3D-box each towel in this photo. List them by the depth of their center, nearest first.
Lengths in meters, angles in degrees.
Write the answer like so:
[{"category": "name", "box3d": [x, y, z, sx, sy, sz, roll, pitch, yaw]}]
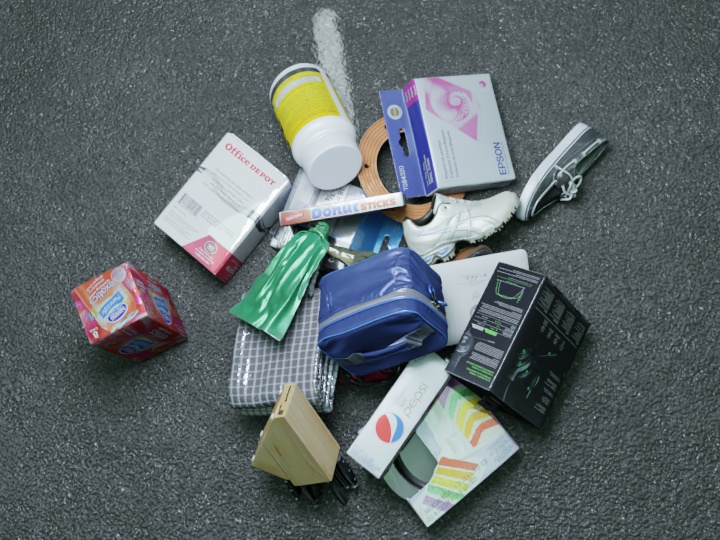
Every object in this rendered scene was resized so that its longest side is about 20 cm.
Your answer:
[{"category": "towel", "box3d": [-0.117, 0.122, 1.271, 0.163, 0.086, 0.203, -8, 61, 22]}]

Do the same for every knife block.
[{"category": "knife block", "box3d": [-0.067, 0.274, 1.215, 0.173, 0.201, 0.065, 21, 43, -5]}]

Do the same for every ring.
[{"category": "ring", "box3d": [0.086, -0.170, 1.363, 0.197, 0.019, 0.204, 4, 74, -14]}]

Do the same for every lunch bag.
[{"category": "lunch bag", "box3d": [0.038, 0.069, 1.189, 0.198, 0.136, 0.134, -22, 51, 28]}]

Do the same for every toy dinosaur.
[{"category": "toy dinosaur", "box3d": [0.000, 0.000, 1.296, 0.197, 0.048, 0.089, 19, 71, -1]}]

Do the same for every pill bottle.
[{"category": "pill bottle", "box3d": [-0.073, -0.239, 1.344, 0.113, 0.115, 0.202, -24, 55, 0]}]

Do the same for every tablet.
[{"category": "tablet", "box3d": [0.182, 0.046, 1.292, 0.196, 0.014, 0.133, -10, 98, -14]}]

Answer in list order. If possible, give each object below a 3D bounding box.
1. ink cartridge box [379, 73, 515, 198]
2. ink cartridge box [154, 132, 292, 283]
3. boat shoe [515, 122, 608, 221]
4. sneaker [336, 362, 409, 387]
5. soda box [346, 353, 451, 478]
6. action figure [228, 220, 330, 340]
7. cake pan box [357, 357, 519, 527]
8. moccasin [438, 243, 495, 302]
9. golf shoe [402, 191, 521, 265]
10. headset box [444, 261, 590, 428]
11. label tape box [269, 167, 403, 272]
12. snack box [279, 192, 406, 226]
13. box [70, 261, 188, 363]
[{"category": "ink cartridge box", "box3d": [0.146, -0.229, 1.361, 0.197, 0.043, 0.200, -8, 77, -17]}, {"category": "ink cartridge box", "box3d": [-0.226, -0.106, 1.374, 0.144, 0.084, 0.201, 37, 84, 12]}, {"category": "boat shoe", "box3d": [0.335, -0.153, 1.339, 0.068, 0.074, 0.200, 35, 73, 26]}, {"category": "sneaker", "box3d": [-0.017, 0.151, 1.297, 0.196, 0.084, 0.078, -5, 76, 5]}, {"category": "soda box", "box3d": [0.063, 0.215, 1.235, 0.063, 0.068, 0.201, 35, 83, 13]}, {"category": "action figure", "box3d": [-0.105, 0.007, 1.252, 0.117, 0.055, 0.201, 25, 75, 31]}, {"category": "cake pan box", "box3d": [0.118, 0.271, 1.278, 0.199, 0.052, 0.185, -37, 75, -3]}, {"category": "moccasin", "box3d": [0.127, 0.022, 1.322, 0.201, 0.078, 0.074, -40, 103, -8]}, {"category": "golf shoe", "box3d": [0.160, -0.088, 1.301, 0.198, 0.078, 0.098, -30, 105, 0]}, {"category": "headset box", "box3d": [0.239, 0.122, 1.229, 0.092, 0.174, 0.202, 19, 77, 46]}, {"category": "label tape box", "box3d": [-0.033, -0.070, 1.359, 0.197, 0.063, 0.146, 19, 81, 10]}, {"category": "snack box", "box3d": [-0.027, -0.097, 1.288, 0.196, 0.072, 0.025, -9, 93, 8]}, {"category": "box", "box3d": [-0.361, 0.072, 1.288, 0.098, 0.200, 0.097, -26, 74, -1]}]
